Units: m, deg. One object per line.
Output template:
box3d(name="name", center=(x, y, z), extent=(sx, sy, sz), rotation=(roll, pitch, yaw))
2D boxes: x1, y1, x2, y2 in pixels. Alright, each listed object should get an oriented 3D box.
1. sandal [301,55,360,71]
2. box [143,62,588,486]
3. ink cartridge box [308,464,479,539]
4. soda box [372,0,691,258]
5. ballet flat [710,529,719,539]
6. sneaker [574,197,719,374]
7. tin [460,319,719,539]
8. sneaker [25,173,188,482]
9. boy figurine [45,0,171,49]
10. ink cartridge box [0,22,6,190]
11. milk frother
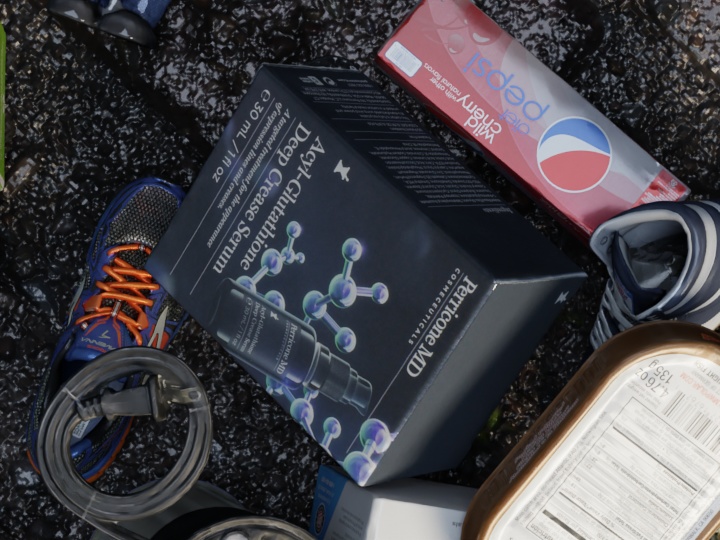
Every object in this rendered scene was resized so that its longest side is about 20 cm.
box3d(name="sandal", center=(0.017, -0.041, 1.379), extent=(0.075, 0.045, 0.201), rotation=(-27, 76, -6))
box3d(name="box", center=(0.000, 0.000, 1.285), extent=(0.200, 0.107, 0.149), rotation=(43, 114, 24))
box3d(name="ink cartridge box", center=(0.042, 0.231, 1.313), extent=(0.145, 0.147, 0.201), rotation=(10, 91, -14))
box3d(name="soda box", center=(0.102, -0.088, 1.362), extent=(0.200, 0.070, 0.063), rotation=(41, 89, -1))
box3d(name="ballet flat", center=(0.233, 0.093, 1.342), extent=(0.063, 0.067, 0.201), rotation=(-11, 111, -16))
box3d(name="sneaker", center=(0.159, 0.028, 1.309), extent=(0.200, 0.108, 0.070), rotation=(-53, 58, 33))
box3d(name="tin", center=(0.138, 0.118, 1.213), extent=(0.112, 0.042, 0.200), rotation=(37, 99, -8))
box3d(name="sneaker", center=(-0.147, 0.039, 1.352), extent=(0.075, 0.078, 0.201), rotation=(18, 90, -2))
box3d(name="boy figurine", center=(-0.118, -0.236, 1.361), extent=(0.124, 0.064, 0.201), rotation=(23, 93, 1))
box3d(name="ink cartridge box", center=(-0.289, -0.054, 1.337), extent=(0.147, 0.076, 0.201), rotation=(0, 82, -1))
box3d(name="milk frother", center=(-0.110, 0.142, 1.279), extent=(0.180, 0.188, 0.201), rotation=(6, 90, -18))
